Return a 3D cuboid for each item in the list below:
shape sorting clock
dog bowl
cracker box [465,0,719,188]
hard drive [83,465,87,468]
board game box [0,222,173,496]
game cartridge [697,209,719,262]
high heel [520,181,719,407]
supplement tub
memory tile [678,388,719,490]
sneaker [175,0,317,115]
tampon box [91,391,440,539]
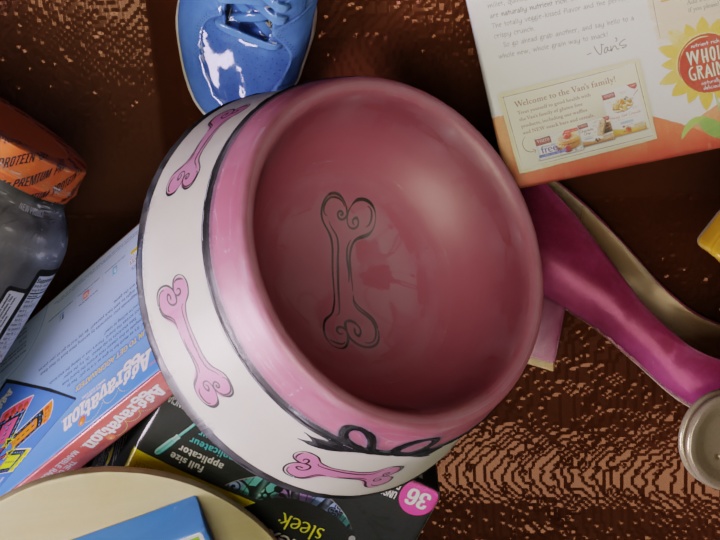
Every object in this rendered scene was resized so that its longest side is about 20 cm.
[{"bbox_3d":[-0.121,0.186,0.832,0.198,0.039,0.202,-4,113,-9],"label":"shape sorting clock"},{"bbox_3d":[0.000,0.000,0.797,0.200,0.201,0.074,44,146,-12],"label":"dog bowl"},{"bbox_3d":[0.114,-0.151,0.809,0.133,0.058,0.201,-10,112,10],"label":"cracker box"},{"bbox_3d":[-0.235,0.076,0.965,0.131,0.027,0.201,-13,110,12],"label":"hard drive"},{"bbox_3d":[-0.152,0.059,0.861,0.019,0.103,0.200,29,128,-33],"label":"board game box"},{"bbox_3d":[0.286,-0.038,0.816,0.176,0.032,0.200,36,96,-16],"label":"game cartridge"},{"bbox_3d":[0.165,0.014,0.877,0.198,0.067,0.097,15,108,7],"label":"high heel"},{"bbox_3d":[-0.226,0.009,0.850,0.122,0.123,0.201,31,97,-7],"label":"supplement tub"},{"bbox_3d":[0.257,0.042,0.855,0.153,0.017,0.201,30,92,-16],"label":"memory tile"},{"bbox_3d":[-0.049,-0.148,0.800,0.076,0.111,0.201,18,114,-1],"label":"sneaker"},{"bbox_3d":[-0.070,0.136,0.903,0.149,0.126,0.201,23,110,-11],"label":"tampon box"}]
